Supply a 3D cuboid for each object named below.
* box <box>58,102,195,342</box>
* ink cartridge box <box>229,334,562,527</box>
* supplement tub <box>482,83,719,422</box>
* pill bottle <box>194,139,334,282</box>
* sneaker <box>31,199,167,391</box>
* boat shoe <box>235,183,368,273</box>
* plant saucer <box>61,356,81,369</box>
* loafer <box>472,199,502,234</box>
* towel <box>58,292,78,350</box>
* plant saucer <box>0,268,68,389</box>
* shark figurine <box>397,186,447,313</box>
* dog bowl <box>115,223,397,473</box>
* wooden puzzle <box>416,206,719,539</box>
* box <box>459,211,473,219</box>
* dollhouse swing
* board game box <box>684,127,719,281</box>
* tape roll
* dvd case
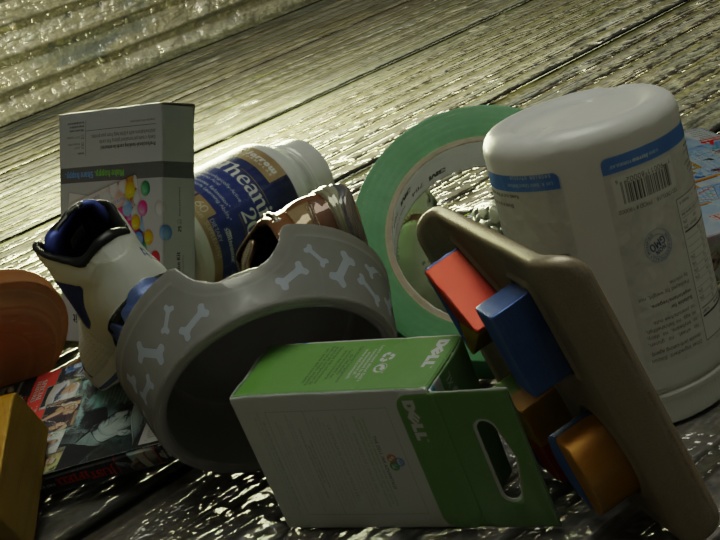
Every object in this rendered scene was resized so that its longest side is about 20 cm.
[{"bbox_3d":[-0.202,-0.038,1.405,0.041,0.203,0.155,-2,2,-43],"label":"box"},{"bbox_3d":[0.028,0.099,0.997,0.198,0.105,0.059,-5,29,33],"label":"ink cartridge box"},{"bbox_3d":[0.163,-0.010,1.072,0.130,0.202,0.132,-14,15,4],"label":"supplement tub"},{"bbox_3d":[-0.115,-0.050,1.501,0.110,0.112,0.199,-1,22,43],"label":"pill bottle"},{"bbox_3d":[-0.180,0.010,1.188,0.080,0.116,0.199,-36,-3,-21],"label":"sneaker"},{"bbox_3d":[-0.058,-0.011,1.181,0.071,0.076,0.200,-20,-9,-21],"label":"boat shoe"},{"bbox_3d":[-0.167,0.088,1.377,0.198,0.036,0.200,-15,15,4],"label":"plant saucer"},{"bbox_3d":[0.164,-0.025,1.389,0.069,0.071,0.199,-17,22,-25],"label":"loafer"},{"bbox_3d":[-0.321,0.046,1.523,0.147,0.037,0.199,-7,-15,33],"label":"towel"},{"bbox_3d":[-0.320,0.084,1.321,0.199,0.202,0.032,-27,59,-35],"label":"plant saucer"},{"bbox_3d":[-0.008,0.019,1.331,0.213,0.129,0.090,-31,25,14],"label":"shark figurine"},{"bbox_3d":[-0.063,0.061,1.106,0.198,0.201,0.059,-18,50,-9],"label":"dog bowl"},{"bbox_3d":[0.104,0.061,0.932,0.046,0.186,0.200,-34,18,-12],"label":"wooden puzzle"},{"bbox_3d":[-0.001,0.001,1.496,0.192,0.048,0.199,1,23,42],"label":"box"},{"bbox_3d":[-0.346,0.124,1.127,0.197,0.177,0.183,-14,36,6],"label":"dollhouse swing"},{"bbox_3d":[0.263,-0.054,1.302,0.198,0.042,0.199,-14,26,-27],"label":"board game box"},{"bbox_3d":[0.093,-0.022,1.212,0.198,0.203,0.048,-15,-21,1],"label":"tape roll"},{"bbox_3d":[-0.211,0.115,1.254,0.198,0.022,0.147,-18,30,18],"label":"dvd case"}]
